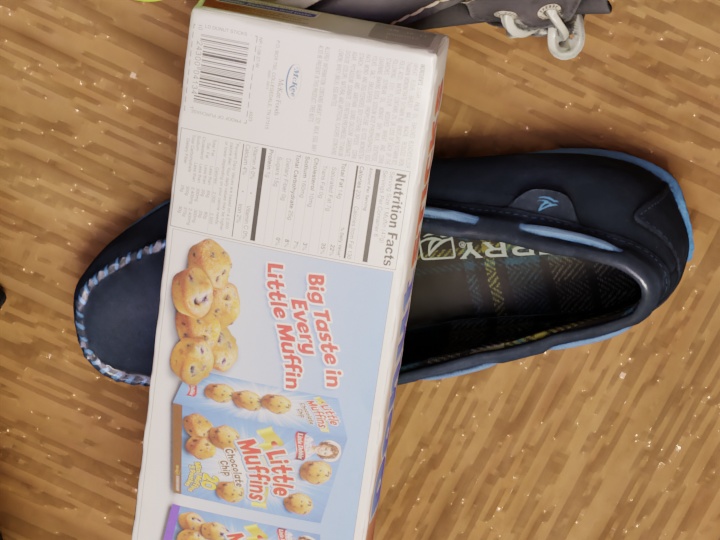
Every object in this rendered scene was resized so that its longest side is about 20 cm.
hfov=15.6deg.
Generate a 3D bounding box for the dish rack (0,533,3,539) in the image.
[{"bbox_3d":[-0.211,0.109,0.872,0.199,0.055,0.154,-10,120,3],"label":"dish rack"}]

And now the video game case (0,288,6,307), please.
[{"bbox_3d":[-0.234,0.032,0.884,0.143,0.019,0.200,40,111,-9],"label":"video game case"}]

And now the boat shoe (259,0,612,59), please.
[{"bbox_3d":[0.057,-0.090,0.765,0.200,0.073,0.063,-23,104,11],"label":"boat shoe"}]

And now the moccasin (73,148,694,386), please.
[{"bbox_3d":[0.000,0.000,0.809,0.199,0.068,0.081,-14,111,16],"label":"moccasin"}]

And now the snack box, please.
[{"bbox_3d":[-0.024,0.022,0.773,0.072,0.024,0.201,11,112,6],"label":"snack box"}]
